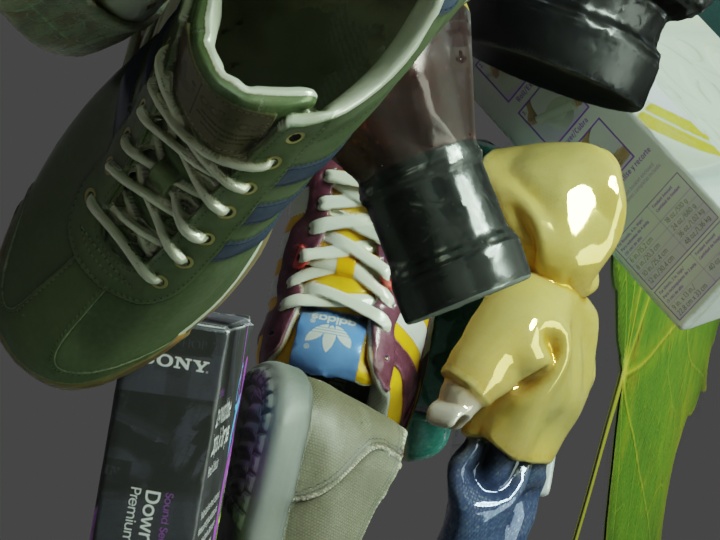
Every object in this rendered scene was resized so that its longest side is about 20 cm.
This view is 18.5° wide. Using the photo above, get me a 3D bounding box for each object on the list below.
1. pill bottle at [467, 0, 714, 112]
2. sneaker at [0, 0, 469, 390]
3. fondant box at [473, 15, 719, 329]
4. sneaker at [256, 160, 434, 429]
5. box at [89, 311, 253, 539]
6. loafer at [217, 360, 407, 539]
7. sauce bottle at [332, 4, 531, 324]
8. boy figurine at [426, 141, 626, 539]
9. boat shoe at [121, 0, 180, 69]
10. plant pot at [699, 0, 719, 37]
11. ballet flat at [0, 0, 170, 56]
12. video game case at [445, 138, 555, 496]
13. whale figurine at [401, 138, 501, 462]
[{"bbox_3d":[0.114,-0.174,0.926,0.112,0.112,0.200,26,84,-75],"label":"pill bottle"},{"bbox_3d":[-0.037,-0.046,0.584,0.200,0.067,0.090,-46,176,10],"label":"sneaker"},{"bbox_3d":[0.134,-0.072,1.033,0.144,0.200,0.058,-12,146,-54],"label":"fondant box"},{"bbox_3d":[0.000,0.000,0.876,0.090,0.075,0.201,-61,156,-66],"label":"sneaker"},{"bbox_3d":[-0.070,0.111,0.709,0.143,0.036,0.201,116,-15,-89],"label":"box"},{"bbox_3d":[-0.028,0.134,0.801,0.075,0.069,0.200,-131,-127,-66],"label":"loafer"},{"bbox_3d":[-0.004,-0.083,0.656,0.200,0.066,0.066,69,17,0],"label":"sauce bottle"},{"bbox_3d":[0.059,0.044,0.907,0.124,0.064,0.201,1,102,-64],"label":"boy figurine"},{"bbox_3d":[-0.033,-0.104,0.724,0.073,0.063,0.201,31,56,-26],"label":"boat shoe"},{"bbox_3d":[0.238,-0.212,1.525,0.141,0.141,0.200,-61,164,-50],"label":"plant pot"},{"bbox_3d":[-0.072,-0.094,0.567,0.200,0.062,0.068,27,74,-75],"label":"ballet flat"},{"bbox_3d":[0.084,0.019,1.166,0.182,0.024,0.201,144,-44,-80],"label":"video game case"},{"bbox_3d":[0.056,0.017,1.041,0.200,0.103,0.160,62,40,-70],"label":"whale figurine"}]
